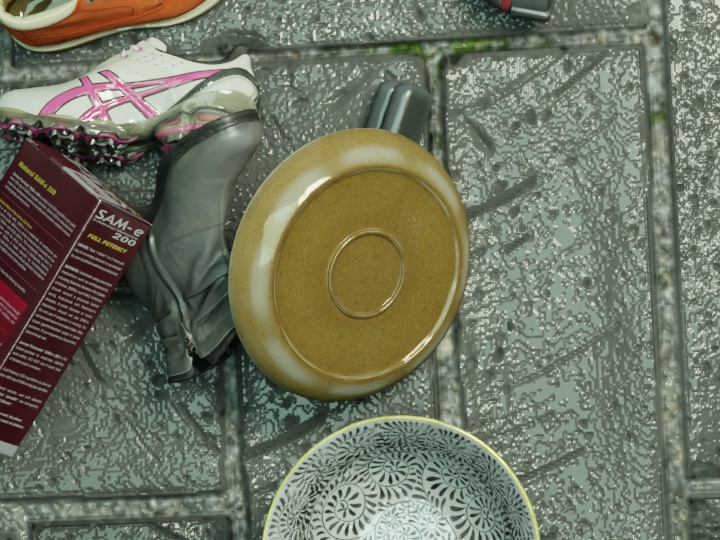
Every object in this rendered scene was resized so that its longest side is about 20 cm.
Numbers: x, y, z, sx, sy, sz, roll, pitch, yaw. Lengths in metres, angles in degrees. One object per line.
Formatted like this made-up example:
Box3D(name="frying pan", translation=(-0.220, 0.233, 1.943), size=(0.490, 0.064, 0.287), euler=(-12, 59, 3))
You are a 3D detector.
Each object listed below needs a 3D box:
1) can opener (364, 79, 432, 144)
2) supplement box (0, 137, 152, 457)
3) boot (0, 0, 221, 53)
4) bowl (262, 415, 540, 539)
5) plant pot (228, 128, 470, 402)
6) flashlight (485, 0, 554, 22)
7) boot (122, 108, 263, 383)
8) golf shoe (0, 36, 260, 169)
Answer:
Box3D(name="can opener", translation=(0.013, -0.039, 1.575), size=(0.066, 0.053, 0.202), euler=(13, 92, -28))
Box3D(name="supplement box", translation=(-0.246, 0.019, 1.540), size=(0.109, 0.061, 0.201), euler=(37, 98, 42))
Box3D(name="boot", translation=(-0.175, -0.215, 1.565), size=(0.198, 0.107, 0.076), euler=(-21, 85, 4))
Box3D(name="bowl", translation=(0.032, 0.204, 1.539), size=(0.199, 0.094, 0.203), euler=(0, 88, 6))
Box3D(name="plant pot", translation=(0.000, 0.000, 1.521), size=(0.198, 0.027, 0.202), euler=(-8, 107, -29))
Box3D(name="flashlight", translation=(0.047, -0.229, 1.560), size=(0.198, 0.068, 0.069), euler=(10, 85, 5))
Box3D(name="boot", translation=(-0.101, -0.014, 1.526), size=(0.132, 0.069, 0.200), euler=(60, 139, 18))
Box3D(name="golf shoe", translation=(-0.173, -0.126, 1.586), size=(0.198, 0.073, 0.093), euler=(1, 70, 0))
